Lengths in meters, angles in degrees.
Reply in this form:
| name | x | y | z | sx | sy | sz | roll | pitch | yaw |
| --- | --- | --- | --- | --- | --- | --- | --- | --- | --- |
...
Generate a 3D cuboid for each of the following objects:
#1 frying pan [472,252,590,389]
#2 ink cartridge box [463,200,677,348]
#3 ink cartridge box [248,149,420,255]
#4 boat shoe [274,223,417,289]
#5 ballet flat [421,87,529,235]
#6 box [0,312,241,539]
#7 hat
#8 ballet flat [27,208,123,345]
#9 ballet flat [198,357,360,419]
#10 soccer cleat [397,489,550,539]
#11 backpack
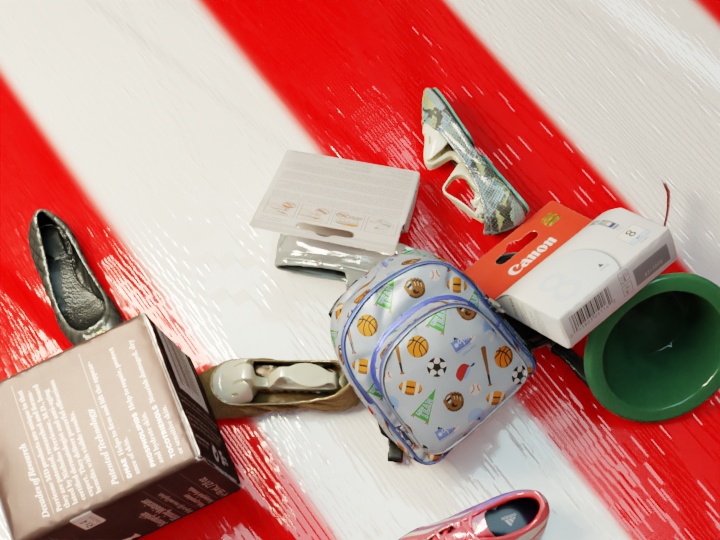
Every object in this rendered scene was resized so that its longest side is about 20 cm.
| name | x | y | z | sx | sy | sz | roll | pitch | yaw |
| --- | --- | --- | --- | --- | --- | --- | --- | --- | --- |
| frying pan | 0.208 | 0.053 | 1.509 | 0.189 | 0.031 | 0.115 | 28 | 71 | 10 |
| ink cartridge box | 0.208 | -0.015 | 1.451 | 0.160 | 0.047 | 0.200 | -38 | 37 | -17 |
| ink cartridge box | -0.026 | -0.062 | 1.500 | 0.160 | 0.050 | 0.200 | 10 | 32 | 5 |
| boat shoe | -0.001 | 0.000 | 1.523 | 0.199 | 0.070 | 0.072 | 16 | 77 | 12 |
| ballet flat | 0.112 | -0.123 | 1.572 | 0.074 | 0.074 | 0.200 | -31 | 67 | -12 |
| box | -0.252 | 0.175 | 1.374 | 0.199 | 0.166 | 0.165 | -26 | 69 | 1 |
| hat | 0.316 | 0.046 | 1.513 | 0.199 | 0.176 | 0.166 | -33 | 112 | 5 |
| ballet flat | -0.319 | 0.020 | 1.517 | 0.066 | 0.057 | 0.201 | -30 | 69 | -11 |
| ballet flat | -0.093 | 0.120 | 1.462 | 0.198 | 0.072 | 0.068 | 1 | 67 | 1 |
| soccer cleat | 0.100 | 0.274 | 1.390 | 0.199 | 0.073 | 0.069 | -22 | 67 | -9 |
| backpack | 0.065 | 0.082 | 1.397 | 0.200 | 0.154 | 0.191 | -42 | 100 | -7 |
